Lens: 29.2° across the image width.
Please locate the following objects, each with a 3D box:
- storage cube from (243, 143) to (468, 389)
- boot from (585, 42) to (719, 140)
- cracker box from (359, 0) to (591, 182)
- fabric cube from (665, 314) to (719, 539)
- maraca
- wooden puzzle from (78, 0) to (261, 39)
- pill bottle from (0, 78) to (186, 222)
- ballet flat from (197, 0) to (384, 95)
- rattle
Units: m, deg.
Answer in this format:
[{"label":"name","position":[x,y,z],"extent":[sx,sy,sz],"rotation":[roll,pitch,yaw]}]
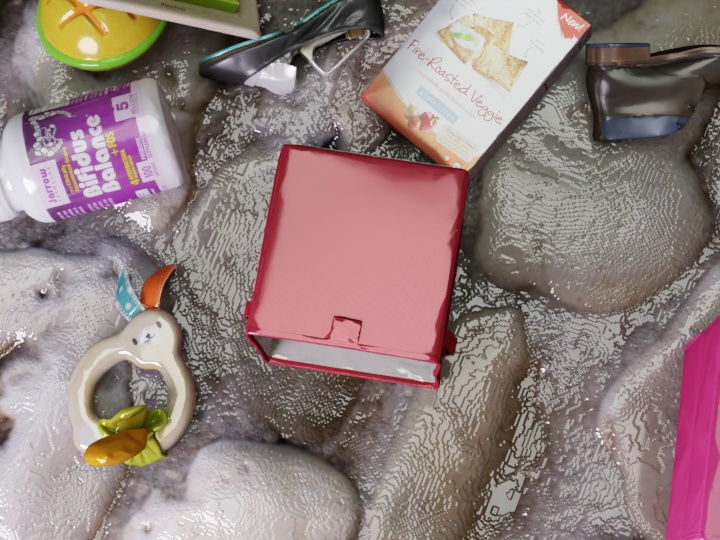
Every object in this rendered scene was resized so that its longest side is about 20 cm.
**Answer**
[{"label":"storage cube","position":[0.000,0.000,1.290],"extent":[0.199,0.171,0.180],"rotation":[9,78,5]},{"label":"boot","position":[0.320,-0.177,1.378],"extent":[0.199,0.075,0.097],"rotation":[1,100,-2]},{"label":"cracker box","position":[0.114,-0.202,1.365],"extent":[0.134,0.058,0.200],"rotation":[40,94,9]},{"label":"fabric cube","position":[0.389,0.159,1.223],"extent":[0.196,0.200,0.200],"rotation":[9,77,6]},{"label":"maraca","position":[-0.251,-0.286,1.399],"extent":[0.137,0.107,0.200],"rotation":[12,64,6]},{"label":"wooden puzzle","position":[-0.190,-0.319,1.364],"extent":[0.185,0.037,0.200],"rotation":[8,51,-24]},{"label":"pill bottle","position":[-0.280,-0.111,1.357],"extent":[0.200,0.112,0.113],"rotation":[-16,78,-1]},{"label":"ballet flat","position":[-0.064,-0.221,1.396],"extent":[0.200,0.068,0.069],"rotation":[-26,90,-3]},{"label":"rattle","position":[-0.224,0.081,1.304],"extent":[0.130,0.143,0.200],"rotation":[11,84,24]}]
